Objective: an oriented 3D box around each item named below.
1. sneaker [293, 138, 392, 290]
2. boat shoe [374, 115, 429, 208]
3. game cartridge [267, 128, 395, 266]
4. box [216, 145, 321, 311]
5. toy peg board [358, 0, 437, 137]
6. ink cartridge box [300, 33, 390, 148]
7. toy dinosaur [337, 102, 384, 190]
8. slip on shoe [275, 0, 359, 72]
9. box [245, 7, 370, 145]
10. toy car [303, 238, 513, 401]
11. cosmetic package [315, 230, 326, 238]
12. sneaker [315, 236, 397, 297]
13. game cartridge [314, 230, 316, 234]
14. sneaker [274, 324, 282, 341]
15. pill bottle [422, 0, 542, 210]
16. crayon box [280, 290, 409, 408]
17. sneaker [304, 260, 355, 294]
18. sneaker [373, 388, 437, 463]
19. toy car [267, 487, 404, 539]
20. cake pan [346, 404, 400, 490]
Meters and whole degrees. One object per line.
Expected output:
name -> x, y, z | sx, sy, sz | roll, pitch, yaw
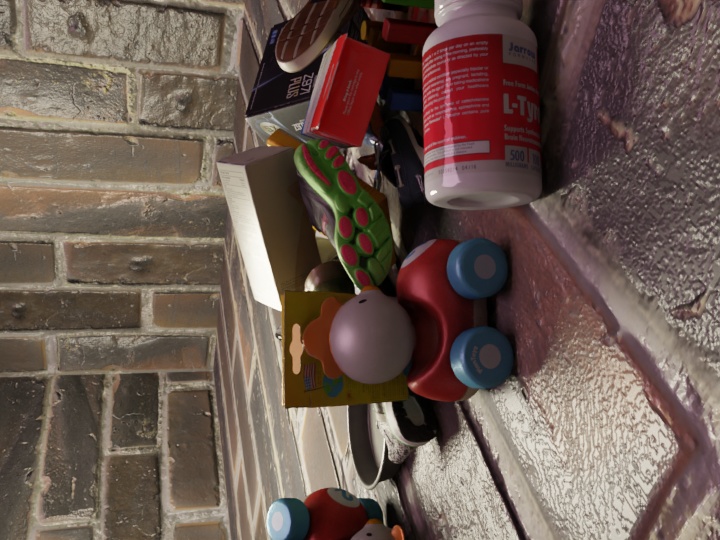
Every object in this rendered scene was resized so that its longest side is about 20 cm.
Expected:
sneaker -> -0.020, -0.066, 0.923 | 0.084, 0.076, 0.202 | 109, 138, -69
boat shoe -> 0.051, -0.141, 0.985 | 0.201, 0.061, 0.076 | -113, 3, -50
game cartridge -> -0.038, -0.091, 1.060 | 0.199, 0.032, 0.177 | 36, 159, 26
box -> -0.117, -0.058, 1.001 | 0.094, 0.077, 0.203 | 19, 126, 54
toy peg board -> 0.045, -0.310, 0.973 | 0.201, 0.096, 0.202 | -111, 27, -52
ink cartridge box -> -0.021, -0.218, 0.934 | 0.200, 0.066, 0.118 | -135, 63, -77
toy dinosaur -> 0.006, -0.220, 1.132 | 0.181, 0.104, 0.203 | 31, 110, 50
slip on shoe -> -0.050, -0.322, 0.988 | 0.061, 0.075, 0.202 | 61, -142, -46
box -> -0.071, -0.297, 1.146 | 0.086, 0.161, 0.203 | 47, -135, -46
toy car -> 0.035, 0.053, 0.814 | 0.184, 0.197, 0.180 | 156, 114, -71
cosmetic package -> -0.031, 0.019, 1.238 | 0.108, 0.083, 0.204 | -140, 51, -73
sneaker -> 0.000, 0.000, 1.032 | 0.199, 0.075, 0.087 | 36, 141, 21
game cartridge -> -0.083, -0.038, 1.352 | 0.176, 0.032, 0.204 | 64, -149, -76
sneaker -> -0.042, 0.073, 1.155 | 0.198, 0.075, 0.117 | 0, 63, 42
pill bottle -> 0.114, -0.166, 0.711 | 0.112, 0.110, 0.204 | 165, 105, -72
crayon box -> -0.026, 0.090, 0.867 | 0.050, 0.198, 0.129 | -8, 80, 43
sneaker -> -0.024, 0.076, 0.973 | 0.201, 0.066, 0.091 | 91, 155, -58
sneaker -> 0.034, 0.170, 1.004 | 0.089, 0.076, 0.201 | -62, 29, 32
toy car -> 0.004, 0.380, 1.019 | 0.199, 0.183, 0.180 | -25, 61, 39
cake pan -> 0.022, 0.225, 1.131 | 0.200, 0.036, 0.204 | -179, 90, -73
